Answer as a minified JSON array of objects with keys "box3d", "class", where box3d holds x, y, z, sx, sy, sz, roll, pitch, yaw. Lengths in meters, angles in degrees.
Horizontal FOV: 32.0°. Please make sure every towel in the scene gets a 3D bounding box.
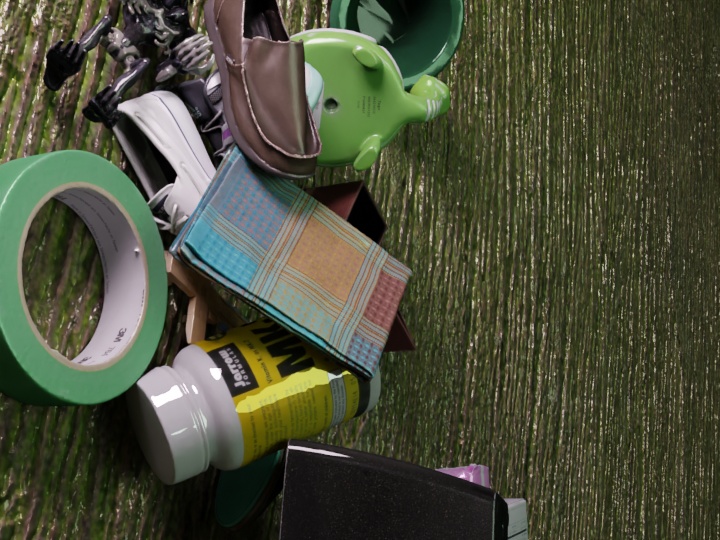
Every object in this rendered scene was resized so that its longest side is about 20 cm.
[{"box3d":[-0.051,-0.010,1.067,0.200,0.022,0.147,35,44,-12],"class":"towel"}]

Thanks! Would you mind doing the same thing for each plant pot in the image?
[{"box3d":[0.036,0.261,1.092,0.200,0.176,0.201,52,40,-70],"class":"plant pot"}]

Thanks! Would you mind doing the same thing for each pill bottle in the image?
[{"box3d":[-0.092,0.104,1.085,0.199,0.114,0.115,-21,105,-27],"class":"pill bottle"}]

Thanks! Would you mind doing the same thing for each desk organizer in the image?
[{"box3d":[0.000,0.000,1.365,0.200,0.077,0.072,60,38,-35],"class":"desk organizer"}]

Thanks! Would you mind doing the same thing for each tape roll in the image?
[{"box3d":[-0.233,0.007,0.995,0.200,0.048,0.202,18,69,-58],"class":"tape roll"}]

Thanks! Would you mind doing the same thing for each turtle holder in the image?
[{"box3d":[-0.013,-0.188,1.280,0.132,0.185,0.141,-91,157,-67],"class":"turtle holder"}]

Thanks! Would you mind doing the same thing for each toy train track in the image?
[{"box3d":[-0.139,0.042,1.171,0.200,0.032,0.115,51,36,-52],"class":"toy train track"}]

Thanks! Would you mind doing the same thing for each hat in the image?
[{"box3d":[0.019,-0.312,1.512,0.199,0.176,0.166,-25,113,-19],"class":"hat"}]

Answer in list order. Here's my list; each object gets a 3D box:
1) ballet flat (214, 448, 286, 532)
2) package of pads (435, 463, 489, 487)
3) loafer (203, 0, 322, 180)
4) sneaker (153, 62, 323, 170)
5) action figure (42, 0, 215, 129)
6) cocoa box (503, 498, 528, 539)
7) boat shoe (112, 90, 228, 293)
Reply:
[{"box3d":[-0.079,0.151,1.185,0.068,0.068,0.201,25,76,-48],"class":"ballet flat"},{"box3d":[0.086,0.319,1.415,0.076,0.120,0.201,14,73,-64],"class":"package of pads"},{"box3d":[-0.082,-0.173,1.091,0.073,0.071,0.201,-9,69,-40],"class":"loafer"},{"box3d":[-0.132,-0.124,1.156,0.139,0.078,0.201,26,73,-19],"class":"sneaker"},{"box3d":[-0.180,-0.208,1.071,0.119,0.102,0.200,52,43,-23],"class":"action figure"},{"box3d":[0.062,0.309,1.298,0.133,0.199,0.132,1,84,-60],"class":"cocoa box"},{"box3d":[-0.156,-0.061,1.091,0.065,0.074,0.201,-23,77,-43],"class":"boat shoe"}]
